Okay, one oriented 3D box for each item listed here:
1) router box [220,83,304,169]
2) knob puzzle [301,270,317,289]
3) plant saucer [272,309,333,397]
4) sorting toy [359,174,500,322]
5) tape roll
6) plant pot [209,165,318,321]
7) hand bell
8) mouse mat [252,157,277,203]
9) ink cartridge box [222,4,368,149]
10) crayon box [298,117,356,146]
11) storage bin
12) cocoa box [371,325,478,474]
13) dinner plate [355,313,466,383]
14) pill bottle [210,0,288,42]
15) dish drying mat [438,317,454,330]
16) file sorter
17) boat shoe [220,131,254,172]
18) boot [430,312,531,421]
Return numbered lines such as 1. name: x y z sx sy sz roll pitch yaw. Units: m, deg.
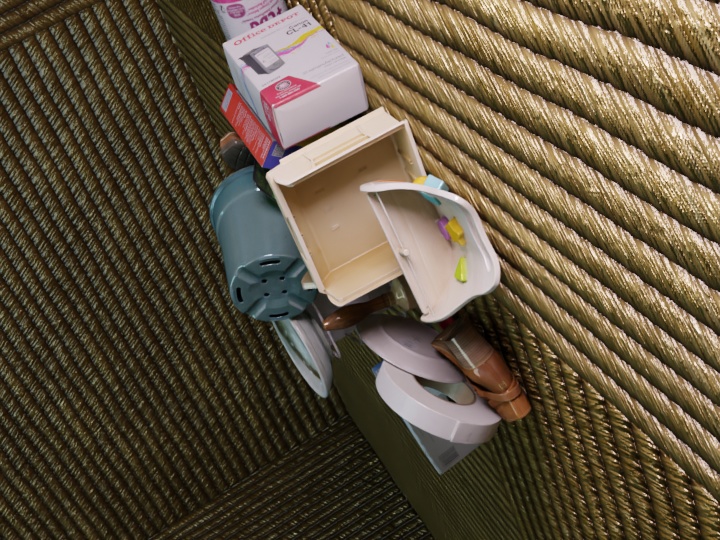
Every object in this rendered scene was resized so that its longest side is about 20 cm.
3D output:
1. router box: -0.103 -0.219 1.610 0.180 0.197 0.049 52 124 40
2. knob puzzle: 0.000 0.000 1.537 0.219 0.215 0.031 -149 43 -72
3. plant saucer: -0.095 0.124 1.752 0.201 0.050 0.201 53 164 22
4. sorting toy: 0.109 -0.040 1.256 0.203 0.106 0.179 64 163 -13
5. tape roll: 0.119 0.188 1.502 0.203 0.199 0.038 49 121 53
6. plant pot: -0.150 -0.037 1.666 0.198 0.196 0.202 -103 -6 -46
7. hand bell: 0.032 0.050 1.554 0.106 0.197 0.104 67 167 0
8. mouse mat: -0.114 -0.161 1.654 0.160 0.007 0.202 38 -147 -30
9. ink cartridge box: -0.098 -0.287 1.469 0.201 0.146 0.086 52 166 41
10. crayon box: -0.076 -0.242 1.560 0.201 0.125 0.051 53 125 42
11. storage bin: -0.003 -0.087 1.388 0.203 0.196 0.094 66 173 -29
12. cocoa box: 0.129 0.222 1.713 0.132 0.132 0.201 52 175 43
13. dinner plate: 0.086 0.114 1.572 0.200 0.197 0.025 49 122 52
14. pill bottle: -0.166 -0.396 1.623 0.114 0.112 0.202 50 167 47
15. dish drying mat: 0.150 0.096 1.646 0.202 0.018 0.077 60 171 16
16. file sorter: -0.001 0.042 1.768 0.141 0.198 0.124 63 166 -18
17. boat shoe: -0.163 -0.205 1.708 0.198 0.075 0.075 13 -126 -52
18. boot: 0.184 0.144 1.486 0.156 0.076 0.200 51 173 -2
